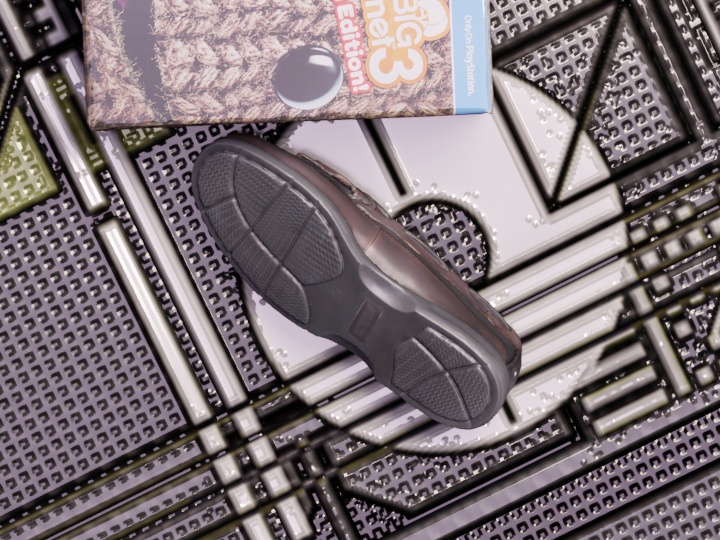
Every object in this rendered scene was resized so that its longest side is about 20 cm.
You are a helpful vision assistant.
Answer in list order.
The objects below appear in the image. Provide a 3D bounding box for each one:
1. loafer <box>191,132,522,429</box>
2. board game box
[{"bbox_3d":[0.000,0.000,1.257,0.200,0.063,0.072,41,124,2],"label":"loafer"},{"bbox_3d":[-0.036,-0.153,1.217,0.198,0.097,0.161,-3,95,1],"label":"board game box"}]
